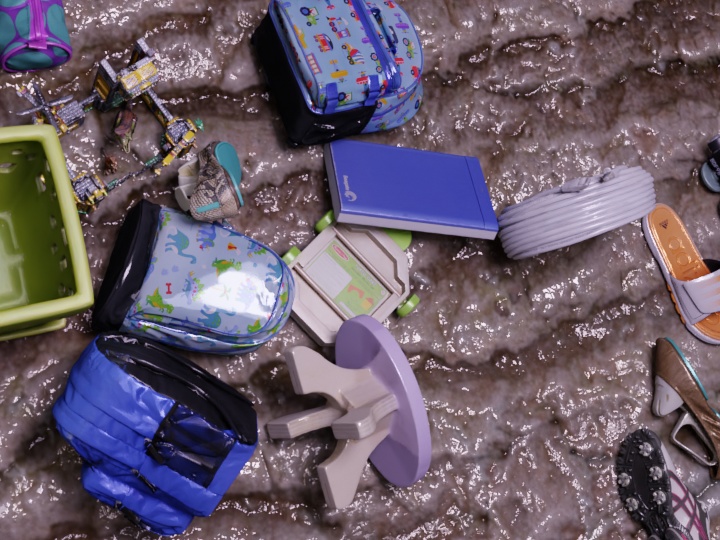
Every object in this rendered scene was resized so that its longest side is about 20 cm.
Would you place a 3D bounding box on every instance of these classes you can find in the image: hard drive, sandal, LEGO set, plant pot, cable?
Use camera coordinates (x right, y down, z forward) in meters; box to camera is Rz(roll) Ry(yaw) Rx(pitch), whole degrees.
[{"bbox_3d":[0.060,-0.100,1.549,0.199,0.025,0.132,6,45,-17],"label":"hard drive"},{"bbox_3d":[0.438,0.002,1.665,0.079,0.059,0.207,-29,87,-23],"label":"sandal"},{"bbox_3d":[-0.276,-0.165,1.431,0.199,0.116,0.154,-27,86,-22],"label":"LEGO set"},{"bbox_3d":[-0.399,-0.020,1.318,0.199,0.181,0.200,-11,80,-21],"label":"plant pot"},{"bbox_3d":[0.264,-0.070,1.550,0.200,0.199,0.070,-16,86,-49],"label":"cable"}]

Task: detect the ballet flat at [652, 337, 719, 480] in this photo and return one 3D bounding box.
[{"bbox_3d":[0.418,0.183,1.619,0.072,0.068,0.200,-35,94,-4],"label":"ballet flat"}]

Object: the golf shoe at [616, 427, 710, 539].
[{"bbox_3d":[0.380,0.290,1.577,0.088,0.077,0.201,-10,82,-41],"label":"golf shoe"}]

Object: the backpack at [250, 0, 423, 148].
[{"bbox_3d":[-0.008,-0.255,1.533,0.199,0.135,0.183,-13,73,-25],"label":"backpack"}]

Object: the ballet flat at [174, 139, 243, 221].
[{"bbox_3d":[-0.173,-0.100,1.429,0.075,0.200,0.068,-19,110,0],"label":"ballet flat"}]

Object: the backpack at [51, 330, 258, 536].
[{"bbox_3d":[-0.227,0.168,1.341,0.200,0.163,0.168,35,89,-10],"label":"backpack"}]

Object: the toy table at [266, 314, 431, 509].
[{"bbox_3d":[-0.010,0.161,1.418,0.117,0.184,0.201,-20,85,-36],"label":"toy table"}]

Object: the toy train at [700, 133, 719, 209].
[{"bbox_3d":[0.545,-0.103,1.722,0.114,0.085,0.201,-26,84,-35],"label":"toy train"}]

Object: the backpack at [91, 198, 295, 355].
[{"bbox_3d":[-0.174,0.018,1.419,0.199,0.154,0.164,27,64,-22],"label":"backpack"}]

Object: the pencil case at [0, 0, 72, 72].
[{"bbox_3d":[-0.380,-0.330,1.452,0.085,0.092,0.201,-5,79,-24],"label":"pencil case"}]

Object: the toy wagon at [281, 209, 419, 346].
[{"bbox_3d":[0.000,0.000,1.527,0.155,0.040,0.200,46,66,-4],"label":"toy wagon"}]
